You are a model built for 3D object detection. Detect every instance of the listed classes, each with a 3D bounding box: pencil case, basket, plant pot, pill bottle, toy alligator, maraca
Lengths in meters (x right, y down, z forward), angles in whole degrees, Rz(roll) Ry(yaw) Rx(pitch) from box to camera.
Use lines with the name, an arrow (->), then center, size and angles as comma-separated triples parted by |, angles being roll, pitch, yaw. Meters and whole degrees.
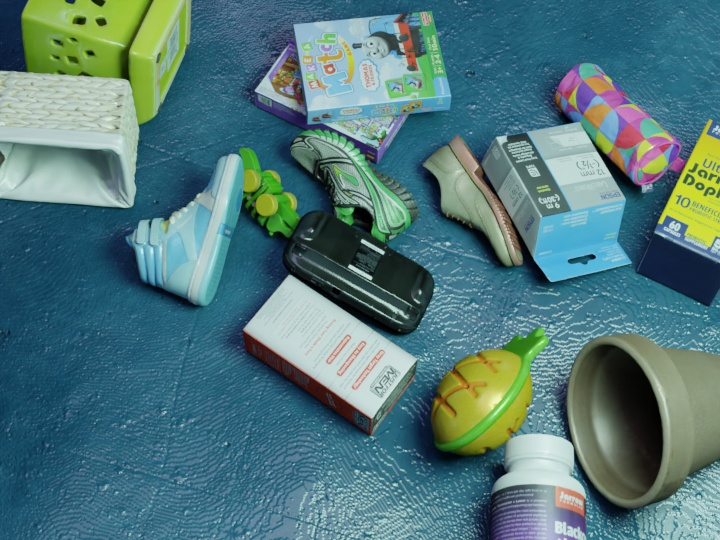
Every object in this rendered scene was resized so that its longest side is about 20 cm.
pencil case -> 0.349, -0.197, 1.754 | 0.088, 0.089, 0.200 | -26, 55, -15
basket -> -0.394, -0.175, 1.711 | 0.198, 0.136, 0.124 | 5, 57, 1
plant pot -> 0.370, 0.168, 1.533 | 0.173, 0.201, 0.201 | -5, 60, -24
pill bottle -> 0.204, 0.297, 1.485 | 0.110, 0.112, 0.201 | 4, 62, 1
toy alligator -> -0.114, -0.074, 1.714 | 0.054, 0.059, 0.201 | -44, 73, 26
plant pot -> -0.336, -0.330, 1.764 | 0.180, 0.200, 0.200 | 19, 62, 2
maraca -> 0.158, 0.143, 1.563 | 0.107, 0.137, 0.200 | 49, 58, -13

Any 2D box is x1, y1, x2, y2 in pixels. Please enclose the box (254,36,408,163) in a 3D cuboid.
box -> -0.030, -0.249, 1.814 | 0.199, 0.039, 0.137 | 27, 64, 12

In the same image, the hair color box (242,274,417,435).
hair color box -> -0.038, 0.104, 1.610 | 0.199, 0.061, 0.102 | 33, 65, 16

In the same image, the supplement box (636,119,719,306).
supplement box -> 0.458, -0.077, 1.697 | 0.108, 0.110, 0.201 | 25, 63, 11

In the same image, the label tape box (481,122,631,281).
label tape box -> 0.268, -0.093, 1.706 | 0.142, 0.066, 0.201 | -12, 59, -27

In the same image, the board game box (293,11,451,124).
board game box -> 0.014, -0.282, 1.790 | 0.198, 0.037, 0.152 | -7, 62, -6

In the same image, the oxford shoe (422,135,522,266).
oxford shoe -> 0.151, -0.081, 1.725 | 0.074, 0.071, 0.201 | -31, 65, 10

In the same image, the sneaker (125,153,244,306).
sneaker -> -0.230, -0.066, 1.665 | 0.130, 0.080, 0.202 | 14, 80, 8

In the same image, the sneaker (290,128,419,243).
sneaker -> -0.020, -0.113, 1.719 | 0.200, 0.078, 0.085 | 39, 68, 17

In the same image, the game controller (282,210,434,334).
game controller -> 0.000, 0.000, 1.662 | 0.199, 0.042, 0.105 | 30, 49, -4
